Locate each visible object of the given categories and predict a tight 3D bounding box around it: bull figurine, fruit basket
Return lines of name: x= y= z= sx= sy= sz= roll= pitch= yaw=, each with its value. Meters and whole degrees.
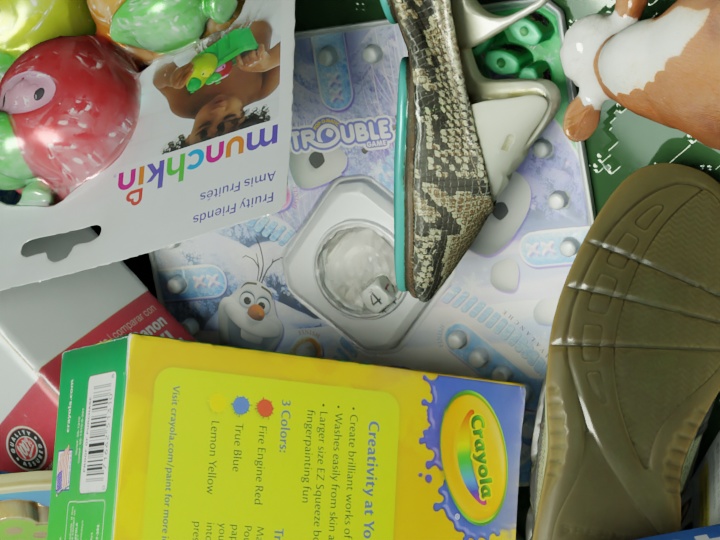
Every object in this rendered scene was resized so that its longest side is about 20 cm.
bull figurine: x=0.157 y=-0.076 z=0.733 sx=0.121 sy=0.200 sz=0.065 roll=18 pitch=73 yaw=-20
fruit basket: x=-0.108 y=-0.087 z=0.797 sx=0.185 sy=0.200 sz=0.094 roll=-14 pitch=140 yaw=24

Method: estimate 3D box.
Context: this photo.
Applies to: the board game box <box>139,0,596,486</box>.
board game box: x=0.000 y=0.000 z=0.867 sx=0.199 sy=0.026 sz=0.201 roll=-5 pitch=103 yaw=22

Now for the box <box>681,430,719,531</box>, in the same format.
box: x=0.147 y=0.112 z=0.808 sx=0.049 sy=0.082 sz=0.200 roll=26 pitch=113 yaw=-2

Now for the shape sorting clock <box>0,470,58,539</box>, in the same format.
shape sorting clock: x=-0.139 y=0.136 z=0.857 sx=0.200 sy=0.200 sz=0.039 roll=-32 pitch=56 yaw=25

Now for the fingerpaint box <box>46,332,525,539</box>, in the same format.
fingerpaint box: x=-0.031 y=0.134 z=0.774 sx=0.073 sy=0.166 sz=0.201 roll=-14 pitch=71 yaw=61

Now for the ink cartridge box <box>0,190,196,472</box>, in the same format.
ink cartridge box: x=-0.179 y=0.022 z=0.892 sx=0.200 sy=0.083 sz=0.146 roll=47 pitch=132 yaw=3

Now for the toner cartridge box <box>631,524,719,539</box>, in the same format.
toner cartridge box: x=0.171 y=0.132 z=0.740 sx=0.199 sy=0.043 sz=0.095 roll=-10 pitch=114 yaw=-7

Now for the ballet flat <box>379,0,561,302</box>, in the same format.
ballet flat: x=0.036 y=-0.089 z=0.785 sx=0.075 sy=0.068 sz=0.201 roll=-8 pitch=98 yaw=7

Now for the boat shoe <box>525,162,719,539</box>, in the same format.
boat shoe: x=0.097 y=0.059 z=0.802 sx=0.072 sy=0.066 sz=0.201 roll=13 pitch=77 yaw=-4
